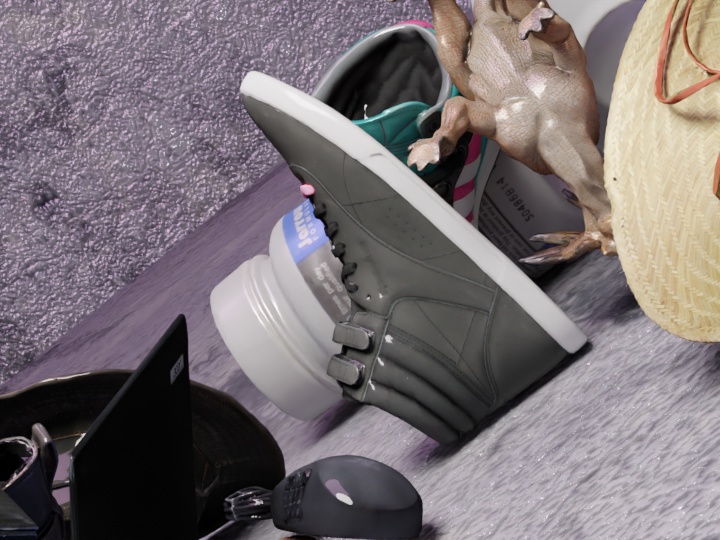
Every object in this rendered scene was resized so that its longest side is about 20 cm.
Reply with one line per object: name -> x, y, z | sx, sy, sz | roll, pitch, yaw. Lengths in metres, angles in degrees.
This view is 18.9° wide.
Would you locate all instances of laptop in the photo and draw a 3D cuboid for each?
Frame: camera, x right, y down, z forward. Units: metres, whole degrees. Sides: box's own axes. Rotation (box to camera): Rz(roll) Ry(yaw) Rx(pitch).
laptop -> -0.137, 0.138, 0.894 | 0.200, 0.103, 0.177 | -36, 7, 17

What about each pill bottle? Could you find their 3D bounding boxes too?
pill bottle -> 0.021, -0.009, 1.210 | 0.200, 0.114, 0.114 | -36, 8, 14

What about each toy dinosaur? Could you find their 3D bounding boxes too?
toy dinosaur -> 0.081, -0.077, 1.001 | 0.086, 0.136, 0.200 | -29, 48, 19

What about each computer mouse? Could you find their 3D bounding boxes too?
computer mouse -> -0.021, 0.099, 0.965 | 0.058, 0.034, 0.200 | 3, -5, -19

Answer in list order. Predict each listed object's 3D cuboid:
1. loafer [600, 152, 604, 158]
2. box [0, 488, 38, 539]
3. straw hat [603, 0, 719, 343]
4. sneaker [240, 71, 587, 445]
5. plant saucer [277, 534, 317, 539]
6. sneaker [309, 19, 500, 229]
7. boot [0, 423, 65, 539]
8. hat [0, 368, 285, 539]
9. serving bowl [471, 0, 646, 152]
loafer -> 0.145, -0.086, 1.239 | 0.200, 0.072, 0.073 | -29, 11, 46
box -> -0.243, 0.138, 0.920 | 0.047, 0.193, 0.200 | 10, -68, -50
straw hat -> 0.182, -0.057, 0.817 | 0.201, 0.085, 0.202 | -41, 40, 45
sneaker -> 0.000, 0.000, 0.999 | 0.099, 0.200, 0.071 | -48, 0, 2
plant saucer -> -0.087, 0.185, 0.889 | 0.200, 0.032, 0.200 | -36, 8, 6
sneaker -> 0.021, -0.039, 1.078 | 0.083, 0.121, 0.201 | -3, 70, 28
boot -> -0.204, 0.168, 1.008 | 0.200, 0.174, 0.069 | -38, 52, -11
hat -> -0.128, 0.130, 1.110 | 0.200, 0.200, 0.081 | -32, 49, 38
serving bowl -> 0.152, -0.124, 1.070 | 0.200, 0.200, 0.066 | -33, 33, 33
